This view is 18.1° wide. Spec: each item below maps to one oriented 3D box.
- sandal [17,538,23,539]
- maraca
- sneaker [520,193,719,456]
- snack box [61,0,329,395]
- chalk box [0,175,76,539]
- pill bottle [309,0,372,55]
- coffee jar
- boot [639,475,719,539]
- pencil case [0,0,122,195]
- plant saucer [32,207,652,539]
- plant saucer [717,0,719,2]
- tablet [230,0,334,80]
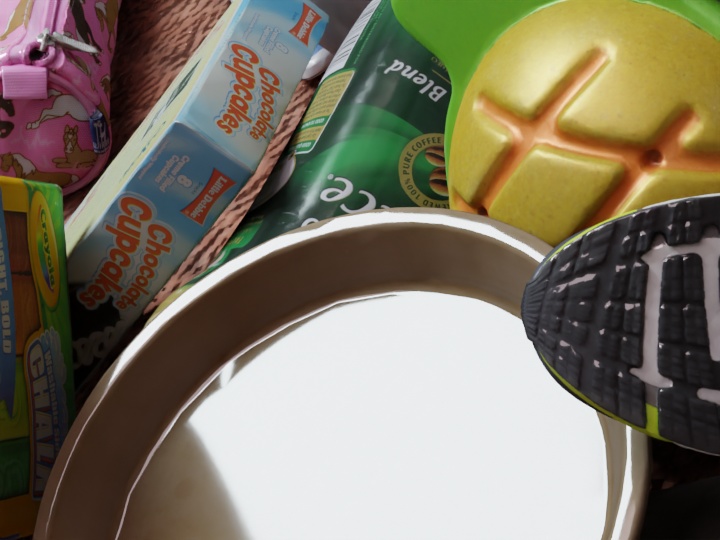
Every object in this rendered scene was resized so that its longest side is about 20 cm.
[{"bbox_3d":[-0.165,0.127,0.858,0.048,0.075,0.201,-49,21,31],"label":"sandal"},{"bbox_3d":[0.082,-0.039,0.722,0.137,0.200,0.107,-19,7,34],"label":"maraca"},{"bbox_3d":[0.137,0.017,0.642,0.081,0.199,0.074,172,101,-74],"label":"sneaker"},{"bbox_3d":[-0.090,-0.013,0.867,0.200,0.037,0.116,-49,12,35],"label":"snack box"},{"bbox_3d":[-0.170,0.033,0.764,0.124,0.200,0.125,-5,90,12],"label":"chalk box"},{"bbox_3d":[-0.018,-0.170,0.978,0.111,0.111,0.200,-40,36,-3],"label":"pill bottle"},{"bbox_3d":[0.000,0.000,0.805,0.200,0.104,0.085,-57,12,-22],"label":"coffee jar"},{"bbox_3d":[0.087,0.121,0.646,0.200,0.073,0.182,3,54,34],"label":"boot"},{"bbox_3d":[-0.150,-0.124,1.090,0.086,0.083,0.200,-23,38,22],"label":"pencil case"},{"bbox_3d":[-0.006,0.071,0.668,0.200,0.029,0.200,-15,53,20],"label":"plant saucer"},{"bbox_3d":[0.092,-0.111,0.810,0.201,0.201,0.039,16,96,48],"label":"plant saucer"},{"bbox_3d":[0.029,-0.174,1.047,0.200,0.014,0.130,-38,36,-1],"label":"tablet"}]
